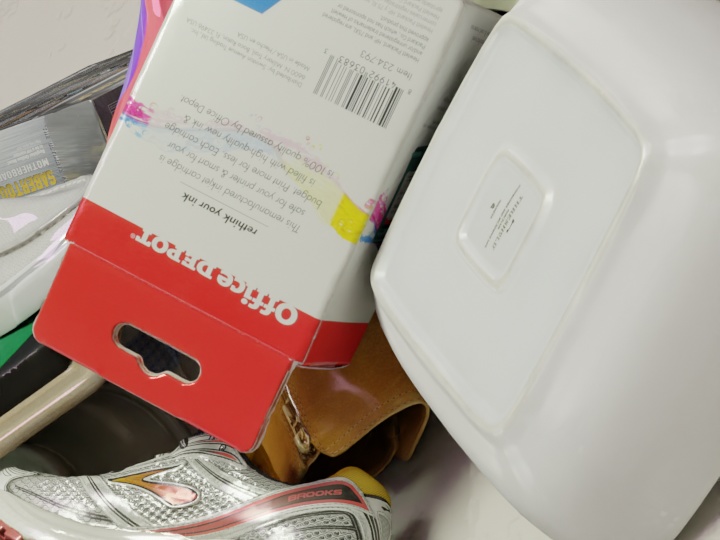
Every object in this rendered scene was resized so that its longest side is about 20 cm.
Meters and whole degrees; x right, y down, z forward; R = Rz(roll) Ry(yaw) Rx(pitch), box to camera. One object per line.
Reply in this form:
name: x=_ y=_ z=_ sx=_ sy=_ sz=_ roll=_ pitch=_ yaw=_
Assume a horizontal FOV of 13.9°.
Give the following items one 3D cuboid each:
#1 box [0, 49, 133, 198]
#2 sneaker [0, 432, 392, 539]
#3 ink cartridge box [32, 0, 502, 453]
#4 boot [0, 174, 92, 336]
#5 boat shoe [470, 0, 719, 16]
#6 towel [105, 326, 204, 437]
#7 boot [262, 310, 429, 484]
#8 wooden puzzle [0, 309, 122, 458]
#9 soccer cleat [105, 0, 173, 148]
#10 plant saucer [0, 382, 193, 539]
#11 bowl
box: x=-0.127 y=-0.074 z=1.481 sx=0.158 sy=0.048 sz=0.200 roll=-16 pitch=12 yaw=35
sneaker: x=-0.071 y=0.109 z=1.240 sx=0.200 sy=0.078 sz=0.082 roll=8 pitch=63 yaw=29
ink cartridge box: x=-0.038 y=-0.038 z=1.199 sx=0.200 sy=0.116 sz=0.067 roll=-64 pitch=-17 yaw=6
boot: x=-0.198 y=-0.015 z=1.358 sx=0.200 sy=0.096 sz=0.074 roll=-29 pitch=18 yaw=31
boat shoe: x=0.097 y=-0.116 z=1.227 sx=0.200 sy=0.063 sz=0.071 roll=19 pitch=95 yaw=19
towel: x=-0.141 y=0.067 z=1.420 sx=0.147 sy=0.024 sz=0.200 roll=-45 pitch=47 yaw=6
boot: x=-0.001 y=0.000 z=1.256 sx=0.201 sy=0.071 sz=0.144 roll=-59 pitch=46 yaw=33
wooden puzzle: x=-0.179 y=0.055 z=1.356 sx=0.200 sy=0.037 sz=0.185 roll=-40 pitch=15 yaw=14
soccer cleat: x=-0.073 y=-0.097 z=1.324 sx=0.077 sy=0.067 sz=0.200 roll=106 pitch=177 yaw=-57
plant saucer: x=-0.158 y=0.136 z=1.342 sx=0.200 sy=0.050 sz=0.200 roll=-18 pitch=56 yaw=28
bowl: x=0.080 y=-0.010 z=1.117 sx=0.200 sy=0.075 sz=0.200 roll=-63 pitch=33 yaw=18
